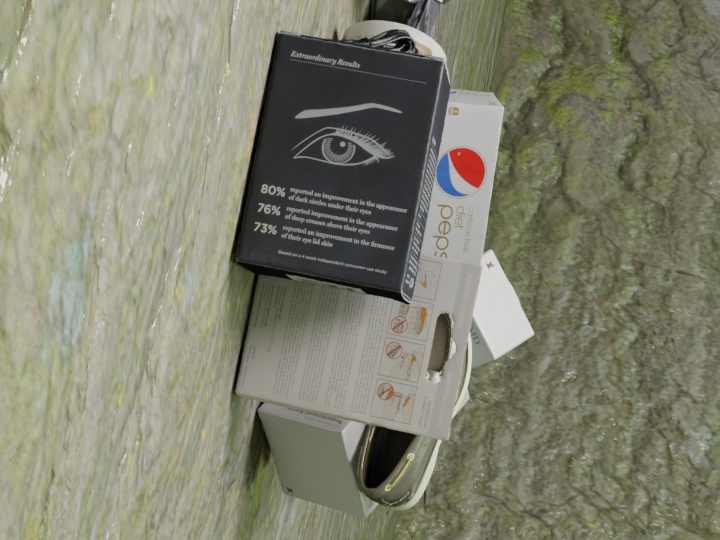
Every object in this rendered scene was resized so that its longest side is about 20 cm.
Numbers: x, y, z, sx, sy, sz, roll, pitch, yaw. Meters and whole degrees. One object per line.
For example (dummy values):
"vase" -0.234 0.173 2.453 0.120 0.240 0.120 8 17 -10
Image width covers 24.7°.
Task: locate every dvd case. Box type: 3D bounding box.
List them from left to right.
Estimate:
"dvd case" 0.066 -0.213 1.830 0.149 0.016 0.201 -69 166 -47

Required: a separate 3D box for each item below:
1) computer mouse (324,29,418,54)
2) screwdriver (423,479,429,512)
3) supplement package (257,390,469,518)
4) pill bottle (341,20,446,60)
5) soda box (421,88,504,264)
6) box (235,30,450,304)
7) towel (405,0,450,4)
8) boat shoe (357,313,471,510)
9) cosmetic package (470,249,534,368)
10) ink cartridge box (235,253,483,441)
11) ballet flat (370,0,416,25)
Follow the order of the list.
"computer mouse" 0.004 -0.120 1.516 0.139 0.046 0.203 -6 103 -37
"screwdriver" 0.065 0.135 1.615 0.028 0.029 0.203 7 88 -48
"supplement package" 0.007 0.136 1.658 0.200 0.109 0.115 -45 132 -39
"pill bottle" 0.011 -0.136 1.629 0.111 0.110 0.202 79 25 -71
"soda box" 0.087 -0.071 1.577 0.064 0.067 0.202 -110 -155 -68
"box" -0.011 -0.086 1.391 0.104 0.146 0.202 43 59 -81
"towel" 0.073 -0.398 1.701 0.166 0.084 0.202 -98 -168 -57
"boat shoe" 0.051 0.126 1.563 0.060 0.071 0.204 28 78 -56
"cosmetic package" 0.082 0.061 1.756 0.071 0.102 0.199 -29 -179 -39
"ink cartridge box" -0.001 0.054 1.468 0.050 0.198 0.163 34 67 -82
"ballet flat" 0.038 -0.231 1.889 0.068 0.063 0.202 -69 168 -52
